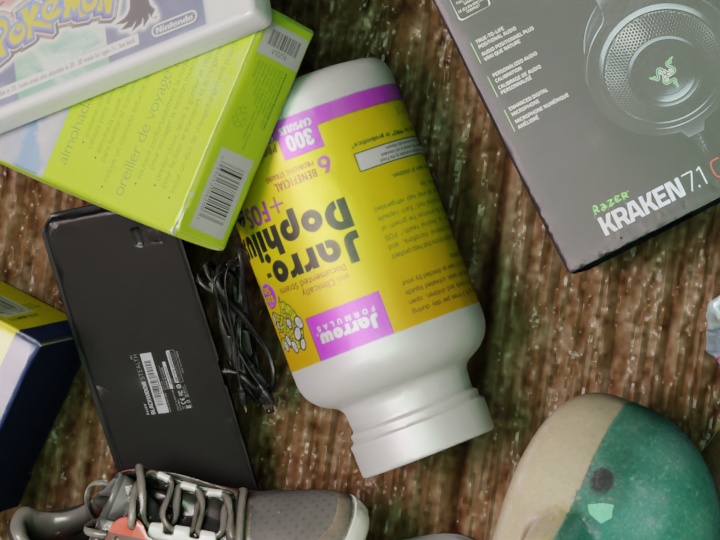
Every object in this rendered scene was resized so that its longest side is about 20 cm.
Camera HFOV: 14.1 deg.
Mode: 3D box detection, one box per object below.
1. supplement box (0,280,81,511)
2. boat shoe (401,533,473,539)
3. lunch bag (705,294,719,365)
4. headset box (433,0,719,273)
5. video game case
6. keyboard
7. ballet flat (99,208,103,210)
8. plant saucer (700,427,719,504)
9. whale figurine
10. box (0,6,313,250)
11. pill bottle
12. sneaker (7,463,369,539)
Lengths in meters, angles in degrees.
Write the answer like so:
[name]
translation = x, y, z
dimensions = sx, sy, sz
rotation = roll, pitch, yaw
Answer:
[supplement box]
translation = -0.261, 0.039, 1.541
dimensions = 0.199, 0.110, 0.109
rotation = 27, 97, 8
[boat shoe]
translation = -0.027, 0.183, 1.521
dimensions = 0.199, 0.068, 0.072
rotation = -10, 90, 11
[lunch bag]
translation = 0.294, 0.028, 1.415
dimensions = 0.200, 0.127, 0.170
rotation = -41, 76, -2
[headset box]
translation = 0.141, -0.126, 1.464
dimensions = 0.174, 0.093, 0.201
rotation = -26, 86, 10
[video game case]
translation = -0.142, -0.175, 1.459
dimensions = 0.199, 0.023, 0.183
rotation = -19, 68, 27
[keyboard]
translation = -0.091, 0.050, 1.531
dimensions = 0.104, 0.040, 0.201
rotation = -8, 113, 17
[ballet flat]
translation = -0.109, -0.113, 1.535
dimensions = 0.063, 0.069, 0.201
rotation = 21, 89, 24
[plant saucer]
translation = 0.257, 0.150, 1.484
dimensions = 0.199, 0.032, 0.201
rotation = 0, 92, 10
[whale figurine]
translation = 0.113, 0.163, 1.448
dimensions = 0.103, 0.159, 0.201
rotation = 19, 76, 13
[box]
translation = -0.130, -0.097, 1.476
dimensions = 0.200, 0.048, 0.122
rotation = 23, 90, 37
[pill bottle]
translation = 0.000, 0.000, 1.491
dimensions = 0.104, 0.104, 0.201
rotation = -22, 88, 11
[sneaker]
translation = -0.095, 0.139, 1.498
dimensions = 0.199, 0.077, 0.082
rotation = -13, 128, 19
